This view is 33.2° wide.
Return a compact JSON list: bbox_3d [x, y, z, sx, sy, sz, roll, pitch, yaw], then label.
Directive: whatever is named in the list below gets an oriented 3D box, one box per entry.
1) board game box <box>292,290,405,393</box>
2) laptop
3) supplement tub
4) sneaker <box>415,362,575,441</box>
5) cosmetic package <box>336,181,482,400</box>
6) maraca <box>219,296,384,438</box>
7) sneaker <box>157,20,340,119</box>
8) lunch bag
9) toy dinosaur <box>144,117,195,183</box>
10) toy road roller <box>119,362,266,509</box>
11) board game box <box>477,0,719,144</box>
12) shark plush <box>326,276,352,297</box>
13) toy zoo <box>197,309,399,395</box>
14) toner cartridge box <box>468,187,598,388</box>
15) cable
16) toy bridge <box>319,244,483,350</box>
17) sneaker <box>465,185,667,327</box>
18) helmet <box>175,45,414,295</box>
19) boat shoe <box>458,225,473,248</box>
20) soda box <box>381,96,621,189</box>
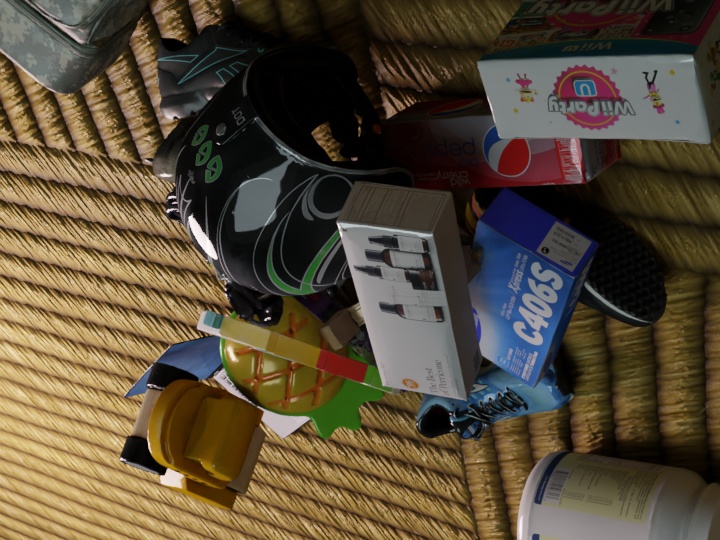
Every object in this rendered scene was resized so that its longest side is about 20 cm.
[{"bbox_3d":[-0.025,0.046,1.276,0.199,0.032,0.120,41,178,-5],"label":"board game box"},{"bbox_3d":[-0.154,0.150,1.470,0.200,0.116,0.187,42,143,-6],"label":"laptop"},{"bbox_3d":[0.274,0.267,1.222,0.198,0.146,0.146,4,132,36],"label":"supplement tub"},{"bbox_3d":[0.136,0.142,1.249,0.199,0.090,0.079,-19,117,47],"label":"sneaker"},{"bbox_3d":[0.043,0.021,0.974,0.081,0.051,0.202,9,140,23],"label":"cosmetic package"},{"bbox_3d":[-0.065,0.106,1.356,0.199,0.107,0.138,35,101,-15],"label":"maraca"},{"bbox_3d":[-0.111,-0.193,1.114,0.197,0.075,0.081,-8,97,27],"label":"sneaker"},{"bbox_3d":[-0.287,-0.293,1.111,0.199,0.140,0.168,40,127,-5],"label":"lunch bag"},{"bbox_3d":[-0.166,-0.123,1.208,0.197,0.103,0.078,5,133,34],"label":"toy dinosaur"},{"bbox_3d":[-0.165,0.196,1.380,0.144,0.125,0.199,5,159,40],"label":"toy road roller"},{"bbox_3d":[0.187,-0.166,0.797,0.146,0.201,0.065,5,133,34],"label":"board game box"},{"bbox_3d":[0.000,0.000,1.159,0.091,0.083,0.200,51,178,-28],"label":"shark plush"},{"bbox_3d":[-0.070,0.076,1.171,0.198,0.021,0.130,22,174,-37],"label":"toy zoo"},{"bbox_3d":[0.140,0.020,1.057,0.094,0.043,0.201,33,153,17],"label":"toner cartridge box"},{"bbox_3d":[-0.147,-0.019,1.245,0.164,0.051,0.200,50,-178,-20],"label":"cable"},{"bbox_3d":[0.043,0.018,1.072,0.027,0.067,0.199,53,139,-7],"label":"toy bridge"},{"bbox_3d":[0.181,-0.013,1.082,0.199,0.070,0.090,35,156,5],"label":"sneaker"},{"bbox_3d":[-0.061,-0.073,1.030,0.199,0.200,0.191,36,132,2],"label":"helmet"},{"bbox_3d":[0.081,0.016,1.179,0.203,0.073,0.065,78,169,-54],"label":"boat shoe"},{"bbox_3d":[0.114,-0.109,1.013,0.198,0.070,0.064,2,113,39],"label":"soda box"}]
